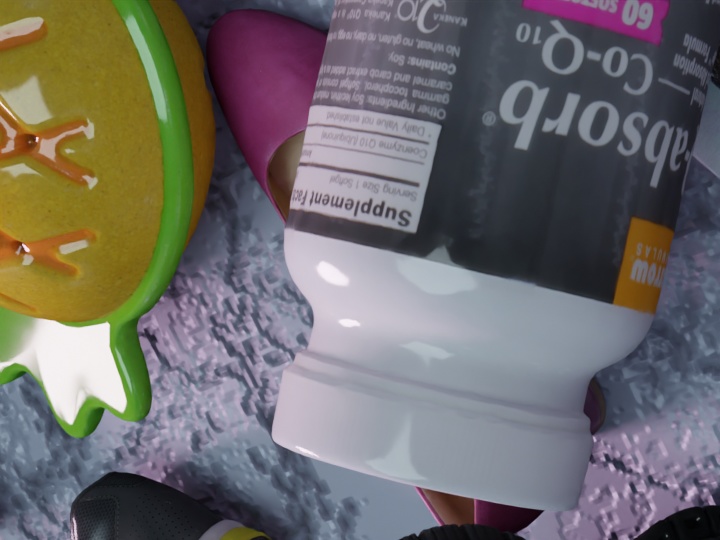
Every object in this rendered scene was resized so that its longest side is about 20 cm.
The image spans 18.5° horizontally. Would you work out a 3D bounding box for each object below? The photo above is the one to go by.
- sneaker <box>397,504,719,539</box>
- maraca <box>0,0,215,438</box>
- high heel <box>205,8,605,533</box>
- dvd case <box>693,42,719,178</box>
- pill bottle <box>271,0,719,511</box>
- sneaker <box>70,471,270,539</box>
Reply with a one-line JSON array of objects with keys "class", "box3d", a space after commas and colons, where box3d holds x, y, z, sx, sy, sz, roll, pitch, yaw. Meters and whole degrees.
[{"class": "sneaker", "box3d": [0.051, 0.127, 0.714, 0.091, 0.200, 0.076, -36, 61, 42]}, {"class": "maraca", "box3d": [-0.111, -0.033, 0.787, 0.137, 0.107, 0.200, 32, 129, 34]}, {"class": "high heel", "box3d": [0.000, 0.000, 0.743, 0.067, 0.096, 0.200, -34, 91, 34]}, {"class": "dvd case", "box3d": [0.195, -0.043, 0.667, 0.200, 0.022, 0.146, 42, 122, 7]}, {"class": "pill bottle", "box3d": [0.041, -0.036, 0.658, 0.116, 0.116, 0.200, 12, 90, 24]}, {"class": "sneaker", "box3d": [-0.103, 0.163, 0.884, 0.085, 0.074, 0.200, 37, 113, 18]}]
